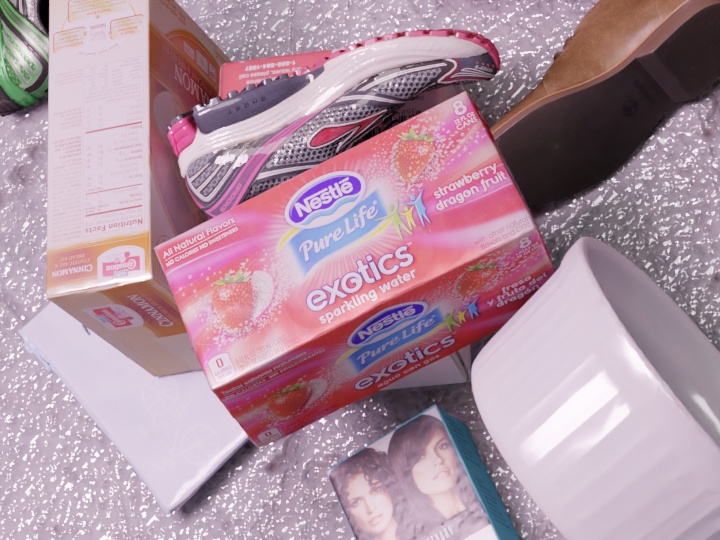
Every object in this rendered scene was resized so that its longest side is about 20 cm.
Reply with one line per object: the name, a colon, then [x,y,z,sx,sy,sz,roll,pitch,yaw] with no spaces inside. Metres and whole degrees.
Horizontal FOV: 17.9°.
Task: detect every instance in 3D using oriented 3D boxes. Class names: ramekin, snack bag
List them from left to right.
snack bag: [-0.102,0.035,1.472,0.200,0.021,0.189,-45,61,1]
ramekin: [0.150,0.089,1.243,0.098,0.200,0.201,-41,60,15]

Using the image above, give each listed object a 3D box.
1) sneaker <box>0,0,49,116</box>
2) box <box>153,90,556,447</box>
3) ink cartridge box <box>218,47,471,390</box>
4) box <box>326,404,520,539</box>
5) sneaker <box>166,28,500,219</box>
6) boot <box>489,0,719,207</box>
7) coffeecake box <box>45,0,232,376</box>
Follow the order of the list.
sneaker: [-0.239,-0.210,1.604,0.085,0.078,0.201,-19,74,10]
box: [0.000,0.000,1.284,0.199,0.095,0.103,-26,61,3]
ink cartridge box: [-0.010,-0.029,1.401,0.146,0.083,0.201,-5,65,13]
box: [0.058,0.185,1.331,0.082,0.049,0.201,-32,62,11]
sneaker: [-0.010,-0.088,1.347,0.199,0.081,0.075,-22,90,6]
boot: [0.140,-0.112,1.400,0.199,0.074,0.076,-36,42,4]
coffeecake box: [-0.129,-0.055,1.418,0.073,0.154,0.201,-10,67,18]
